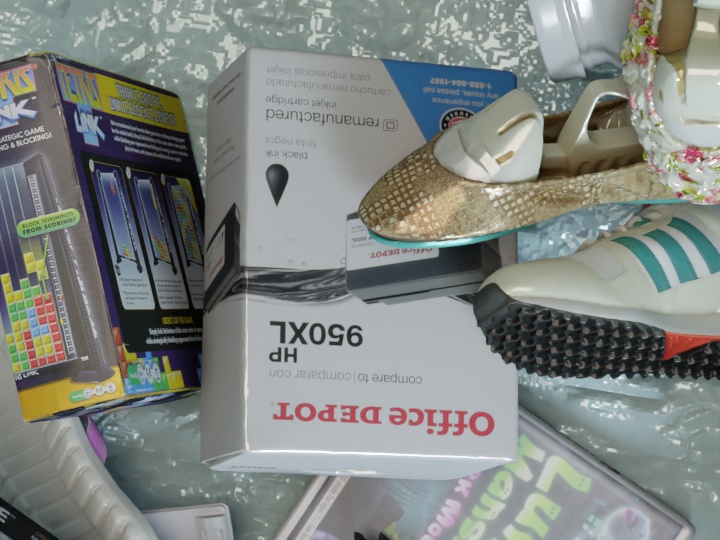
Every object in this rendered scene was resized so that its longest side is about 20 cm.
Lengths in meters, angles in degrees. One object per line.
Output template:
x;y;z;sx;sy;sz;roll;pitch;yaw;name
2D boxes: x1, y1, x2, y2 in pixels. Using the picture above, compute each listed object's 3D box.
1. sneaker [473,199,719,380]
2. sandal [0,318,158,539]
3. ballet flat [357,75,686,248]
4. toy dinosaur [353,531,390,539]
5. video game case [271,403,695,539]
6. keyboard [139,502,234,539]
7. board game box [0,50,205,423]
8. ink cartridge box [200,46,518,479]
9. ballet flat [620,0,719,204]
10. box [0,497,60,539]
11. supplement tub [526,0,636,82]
0.137;-0.001;1.026;0.200;0.070;0.094;4;65;-28;sneaker
-0.160;0.106;1.117;0.082;0.050;0.203;-44;65;26;sandal
0.093;-0.060;0.989;0.200;0.071;0.065;-12;130;-19;ballet flat
-0.006;0.216;1.060;0.200;0.102;0.136;19;108;-16;toy dinosaur
0.046;0.165;1.094;0.182;0.023;0.200;34;94;9;video game case
-0.081;0.224;1.105;0.056;0.011;0.200;-7;95;23;keyboard
-0.127;-0.014;1.039;0.057;0.200;0.166;-16;85;12;board game box
0.000;0.000;1.036;0.144;0.084;0.200;3;79;-18;ink cartridge box
0.152;-0.115;0.913;0.076;0.064;0.200;2;114;9;ballet flat
-0.204;0.207;1.048;0.200;0.050;0.199;35;122;-4;box
0.175;-0.173;0.998;0.200;0.140;0.141;-14;86;9;supplement tub
